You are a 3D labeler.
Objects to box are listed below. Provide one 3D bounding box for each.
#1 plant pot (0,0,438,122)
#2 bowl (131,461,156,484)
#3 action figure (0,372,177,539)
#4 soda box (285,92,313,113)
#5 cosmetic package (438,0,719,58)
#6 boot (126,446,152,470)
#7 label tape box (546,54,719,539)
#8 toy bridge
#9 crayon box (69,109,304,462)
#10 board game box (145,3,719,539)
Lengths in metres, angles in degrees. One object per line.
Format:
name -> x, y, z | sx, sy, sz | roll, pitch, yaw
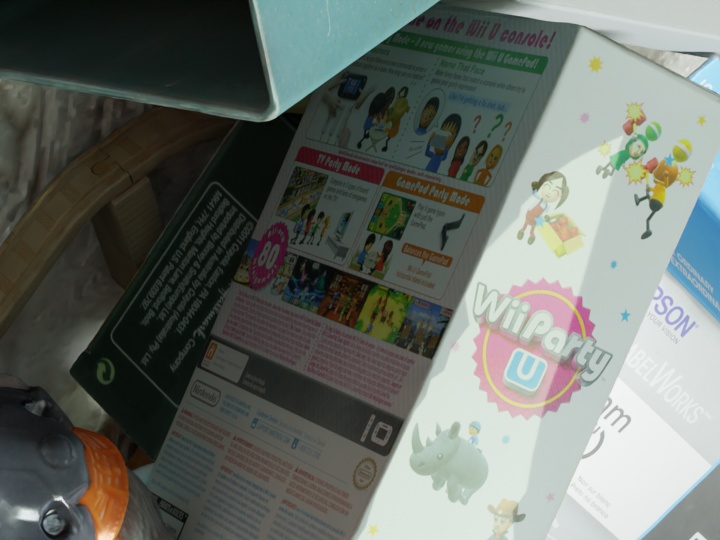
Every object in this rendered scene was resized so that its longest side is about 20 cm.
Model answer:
plant pot -> -0.019, -0.150, 0.814 | 0.200, 0.141, 0.141 | -31, 121, -40
bowl -> -0.086, 0.170, 0.971 | 0.201, 0.105, 0.201 | 30, 53, -51
action figure -> -0.131, 0.089, 0.815 | 0.193, 0.200, 0.105 | 3, 147, -40
soda box -> 0.001, -0.092, 0.983 | 0.200, 0.068, 0.064 | 0, 121, -50
cosmetic package -> 0.096, -0.154, 0.990 | 0.200, 0.052, 0.151 | 3, 91, -51
boot -> -0.048, 0.132, 1.145 | 0.144, 0.071, 0.201 | -53, 144, 3
label tape box -> 0.106, 0.042, 1.061 | 0.200, 0.066, 0.143 | -43, 126, 6
toy bridge -> -0.081, -0.015, 1.000 | 0.200, 0.027, 0.067 | -37, 145, -18
crayon box -> 0.000, 0.000, 1.048 | 0.126, 0.052, 0.200 | -55, 157, 21
board game box -> 0.014, 0.022, 0.868 | 0.064, 0.148, 0.200 | 24, 89, -27
